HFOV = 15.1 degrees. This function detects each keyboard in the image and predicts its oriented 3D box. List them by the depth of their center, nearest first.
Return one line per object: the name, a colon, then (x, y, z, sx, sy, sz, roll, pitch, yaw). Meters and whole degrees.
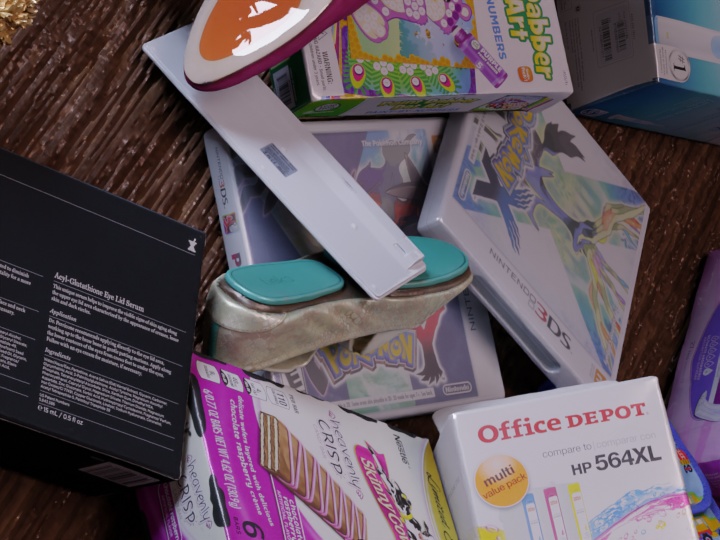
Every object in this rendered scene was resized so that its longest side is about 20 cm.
keyboard: (-0.043, -0.064, 1.548, 0.200, 0.011, 0.056, 47, 43, 9)

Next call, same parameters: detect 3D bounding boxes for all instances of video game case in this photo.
video game case: (0.000, 0.000, 1.625, 0.199, 0.023, 0.183, -6, 82, -46)
video game case: (0.114, -0.033, 1.721, 0.182, 0.022, 0.200, 48, 36, -26)

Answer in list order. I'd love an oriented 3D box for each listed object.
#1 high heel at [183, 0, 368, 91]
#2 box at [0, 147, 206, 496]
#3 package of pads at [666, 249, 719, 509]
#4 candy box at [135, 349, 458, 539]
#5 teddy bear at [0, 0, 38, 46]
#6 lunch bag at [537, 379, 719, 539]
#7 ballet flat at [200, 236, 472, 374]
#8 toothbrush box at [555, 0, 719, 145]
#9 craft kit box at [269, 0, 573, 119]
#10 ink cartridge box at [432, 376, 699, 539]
high heel: (-0.020, -0.153, 1.566, 0.200, 0.067, 0.096, -41, 152, -15)
box: (-0.182, 0.021, 1.393, 0.200, 0.079, 0.142, 24, 65, -38)
package of pads: (0.275, 0.066, 1.814, 0.076, 0.120, 0.201, 41, 52, -29)
candy box: (-0.031, 0.136, 1.487, 0.200, 0.061, 0.137, 24, 38, -42)
teddy bear: (-0.226, -0.129, 1.347, 0.200, 0.144, 0.067, -42, 137, -45)
lunch bag: (0.157, 0.161, 1.706, 0.150, 0.094, 0.201, -11, 74, -45)
ballet flat: (-0.018, 0.022, 1.550, 0.199, 0.067, 0.063, -8, 124, -45)
toothbrush box: (0.228, -0.173, 1.865, 0.199, 0.085, 0.147, 10, 71, -45)
craft kit box: (0.023, -0.193, 1.656, 0.197, 0.048, 0.201, -4, 77, -36)
ink cartridge box: (0.117, 0.158, 1.561, 0.128, 0.125, 0.201, -10, 72, -9)
